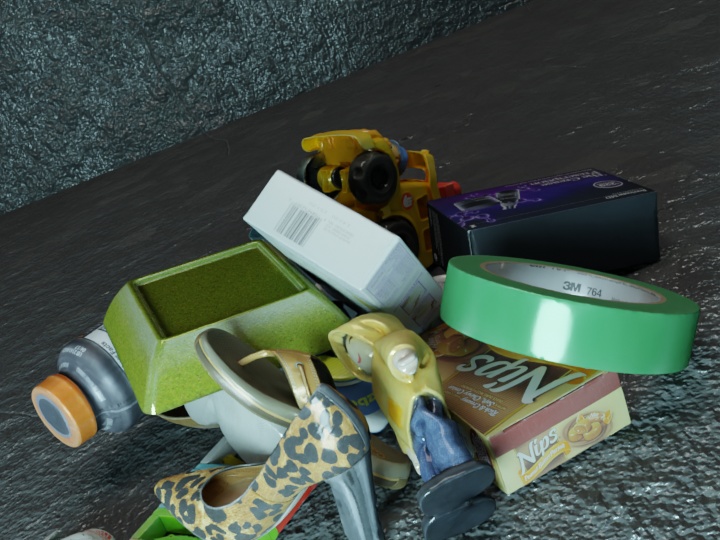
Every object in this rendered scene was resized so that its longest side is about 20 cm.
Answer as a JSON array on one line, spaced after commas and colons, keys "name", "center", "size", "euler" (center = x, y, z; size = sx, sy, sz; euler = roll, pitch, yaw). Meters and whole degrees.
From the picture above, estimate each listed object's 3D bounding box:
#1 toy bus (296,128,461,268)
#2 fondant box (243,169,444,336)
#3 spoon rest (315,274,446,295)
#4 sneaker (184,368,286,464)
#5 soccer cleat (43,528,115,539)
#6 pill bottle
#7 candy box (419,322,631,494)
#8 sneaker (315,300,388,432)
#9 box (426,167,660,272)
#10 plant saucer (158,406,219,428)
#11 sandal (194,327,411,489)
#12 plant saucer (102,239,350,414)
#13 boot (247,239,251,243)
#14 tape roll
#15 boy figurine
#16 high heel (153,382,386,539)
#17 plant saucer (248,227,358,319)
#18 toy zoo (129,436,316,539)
[{"name": "toy bus", "center": [0.041, -0.089, 1.083], "size": [0.192, 0.201, 0.135], "euler": [-25, 20, -32]}, {"name": "fondant box", "center": [0.000, 0.000, 0.824], "size": [0.144, 0.200, 0.058], "euler": [31, 84, 31]}, {"name": "spoon rest", "center": [0.047, 0.042, 0.953], "size": [0.199, 0.061, 0.099], "euler": [0, 27, 16]}, {"name": "sneaker", "center": [-0.088, 0.115, 0.795], "size": [0.088, 0.076, 0.200], "euler": [-20, 23, -29]}, {"name": "soccer cleat", "center": [-0.205, 0.237, 0.678], "size": [0.199, 0.069, 0.085], "euler": [-11, 26, 39]}, {"name": "pill bottle", "center": [-0.233, 0.093, 0.909], "size": [0.106, 0.107, 0.200], "euler": [-1, 29, 44]}, {"name": "candy box", "center": [0.111, 0.095, 0.732], "size": [0.115, 0.055, 0.200], "euler": [-26, 21, -14]}, {"name": "sneaker", "center": [-0.023, 0.088, 0.845], "size": [0.074, 0.082, 0.200], "euler": [-28, 22, -6]}, {"name": "box", "center": [0.186, -0.043, 0.927], "size": [0.199, 0.079, 0.141], "euler": [-12, 21, -10]}, {"name": "plant saucer", "center": [-0.128, 0.113, 0.956], "size": [0.199, 0.036, 0.200], "euler": [-19, 20, 7]}, {"name": "sandal", "center": [-0.038, 0.098, 0.700], "size": [0.054, 0.200, 0.080], "euler": [-58, -4, 10]}, {"name": "plant saucer", "center": [-0.129, 0.034, 0.819], "size": [0.199, 0.048, 0.200], "euler": [-19, 29, -19]}, {"name": "boot", "center": [-0.170, 0.044, 1.164], "size": [0.200, 0.075, 0.097], "euler": [-46, -9, -15]}, {"name": "tape roll", "center": [0.166, 0.031, 0.716], "size": [0.200, 0.048, 0.200], "euler": [8, 9, -1]}, {"name": "boy figurine", "center": [0.033, 0.095, 0.665], "size": [0.064, 0.125, 0.200], "euler": [-21, 46, -11]}, {"name": "high heel", "center": [-0.080, 0.133, 0.650], "size": [0.199, 0.143, 0.071], "euler": [2, 30, 23]}, {"name": "plant saucer", "center": [-0.058, -0.015, 1.057], "size": [0.200, 0.070, 0.019], "euler": [41, 22, 33]}, {"name": "toy zoo", "center": [-0.095, 0.181, 0.772], "size": [0.131, 0.021, 0.200], "euler": [-7, 25, 35]}]
